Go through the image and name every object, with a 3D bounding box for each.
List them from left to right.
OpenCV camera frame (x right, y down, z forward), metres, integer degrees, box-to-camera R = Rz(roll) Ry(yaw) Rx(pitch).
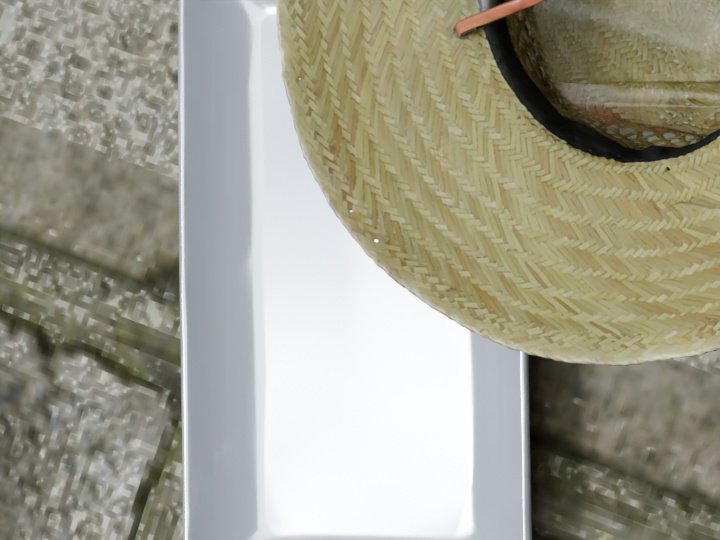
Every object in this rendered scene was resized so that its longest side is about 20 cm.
[{"bbox_3d":[0.000,0.000,0.809,0.107,0.022,0.201,-2,87,21],"label":"tray"},{"bbox_3d":[0.077,-0.077,0.749,0.200,0.085,0.202,1,92,19],"label":"straw hat"}]
